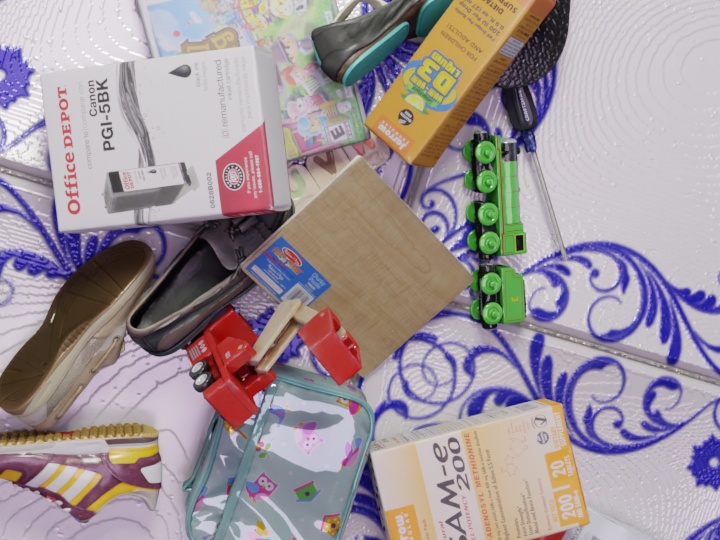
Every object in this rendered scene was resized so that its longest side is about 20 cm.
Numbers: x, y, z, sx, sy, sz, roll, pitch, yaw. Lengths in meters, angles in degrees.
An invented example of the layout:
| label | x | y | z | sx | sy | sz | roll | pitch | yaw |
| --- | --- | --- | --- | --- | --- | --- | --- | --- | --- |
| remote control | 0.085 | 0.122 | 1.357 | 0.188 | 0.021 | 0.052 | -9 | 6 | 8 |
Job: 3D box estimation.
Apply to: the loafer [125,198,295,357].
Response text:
| label | x | y | z | sx | sy | sz | roll | pitch | yaw |
| --- | --- | --- | --- | --- | --- | --- | --- | --- | --- |
| loafer | -0.138 | -0.003 | 1.182 | 0.072 | 0.063 | 0.200 | 40 | 86 | 18 |

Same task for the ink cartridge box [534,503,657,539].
| label | x | y | z | sx | sy | sz | roll | pitch | yaw |
| --- | --- | --- | --- | --- | --- | --- | --- | --- | --- |
| ink cartridge box | 0.214 | 0.322 | 1.334 | 0.200 | 0.050 | 0.163 | 28 | 92 | -16 |

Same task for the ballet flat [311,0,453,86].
| label | x | y | z | sx | sy | sz | roll | pitch | yaw |
| --- | --- | --- | --- | --- | --- | --- | --- | --- | --- |
| ballet flat | 0.036 | -0.244 | 1.195 | 0.200 | 0.068 | 0.068 | -32 | 73 | -27 |

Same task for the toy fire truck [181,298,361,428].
| label | x | y | z | sx | sy | sz | roll | pitch | yaw |
| --- | --- | --- | --- | --- | --- | --- | --- | --- | --- |
| toy fire truck | -0.086 | 0.069 | 1.160 | 0.141 | 0.200 | 0.049 | -38 | 117 | 1 |

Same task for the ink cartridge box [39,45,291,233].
| label | x | y | z | sx | sy | sz | roll | pitch | yaw |
| --- | --- | --- | --- | --- | --- | --- | --- | --- | --- |
| ink cartridge box | -0.173 | -0.114 | 1.139 | 0.199 | 0.083 | 0.147 | -6 | 93 | 9 |

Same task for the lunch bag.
| label | x | y | z | sx | sy | sz | roll | pitch | yaw |
| --- | --- | --- | --- | --- | --- | --- | --- | --- | --- |
| lunch bag | -0.084 | 0.195 | 1.243 | 0.160 | 0.077 | 0.201 | 18 | 95 | -13 |

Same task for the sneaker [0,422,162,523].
| label | x | y | z | sx | sy | sz | roll | pitch | yaw |
| --- | --- | --- | --- | --- | --- | --- | --- | --- | --- |
| sneaker | -0.288 | 0.198 | 1.207 | 0.199 | 0.075 | 0.090 | -3 | 94 | -9 |

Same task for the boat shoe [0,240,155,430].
| label | x | y | z | sx | sy | sz | roll | pitch | yaw |
| --- | --- | --- | --- | --- | --- | --- | --- | --- | --- |
| boat shoe | -0.257 | 0.061 | 1.201 | 0.200 | 0.072 | 0.065 | -54 | 140 | -11 |

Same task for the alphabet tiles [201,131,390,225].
| label | x | y | z | sx | sy | sz | roll | pitch | yaw |
| --- | --- | --- | --- | --- | --- | --- | --- | --- | --- |
| alphabet tiles | -0.075 | -0.097 | 1.233 | 0.200 | 0.015 | 0.196 | -33 | 103 | -4 |

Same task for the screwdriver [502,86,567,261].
| label | x | y | z | sx | sy | sz | roll | pitch | yaw |
| --- | --- | --- | --- | --- | --- | --- | --- | --- | --- |
| screwdriver | 0.174 | -0.102 | 1.270 | 0.029 | 0.028 | 0.201 | -20 | 100 | -37 |

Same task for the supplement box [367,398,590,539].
| label | x | y | z | sx | sy | sz | roll | pitch | yaw |
| --- | --- | --- | --- | --- | --- | --- | --- | --- | --- |
| supplement box | 0.114 | 0.213 | 1.274 | 0.199 | 0.074 | 0.126 | -14 | 91 | -7 |

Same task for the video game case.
| label | x | y | z | sx | sy | sz | roll | pitch | yaw |
| --- | --- | --- | --- | --- | --- | --- | --- | --- | --- |
| video game case | -0.101 | -0.197 | 1.199 | 0.181 | 0.022 | 0.201 | -15 | 96 | -7 |

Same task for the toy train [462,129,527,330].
| label | x | y | z | sx | sy | sz | roll | pitch | yaw |
| --- | --- | --- | --- | --- | --- | --- | --- | --- | --- |
| toy train | 0.136 | -0.040 | 1.270 | 0.056 | 0.042 | 0.201 | -6 | 100 | -20 |

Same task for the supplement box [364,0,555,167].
| label | x | y | z | sx | sy | sz | roll | pitch | yaw |
| --- | --- | --- | --- | --- | --- | --- | --- | --- | --- |
| supplement box | 0.092 | -0.192 | 1.188 | 0.067 | 0.069 | 0.200 | 40 | 107 | 14 |

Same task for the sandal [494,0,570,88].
| label | x | y | z | sx | sy | sz | roll | pitch | yaw |
| --- | --- | --- | --- | --- | --- | --- | --- | --- | --- |
| sandal | 0.170 | -0.267 | 1.243 | 0.075 | 0.045 | 0.201 | 20 | 84 | -17 |

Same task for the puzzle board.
| label | x | y | z | sx | sy | sz | roll | pitch | yaw |
| --- | --- | --- | --- | --- | --- | --- | --- | --- | --- |
| puzzle board | 0.000 | 0.000 | 1.219 | 0.151 | 0.017 | 0.200 | -42 | 127 | 6 |
